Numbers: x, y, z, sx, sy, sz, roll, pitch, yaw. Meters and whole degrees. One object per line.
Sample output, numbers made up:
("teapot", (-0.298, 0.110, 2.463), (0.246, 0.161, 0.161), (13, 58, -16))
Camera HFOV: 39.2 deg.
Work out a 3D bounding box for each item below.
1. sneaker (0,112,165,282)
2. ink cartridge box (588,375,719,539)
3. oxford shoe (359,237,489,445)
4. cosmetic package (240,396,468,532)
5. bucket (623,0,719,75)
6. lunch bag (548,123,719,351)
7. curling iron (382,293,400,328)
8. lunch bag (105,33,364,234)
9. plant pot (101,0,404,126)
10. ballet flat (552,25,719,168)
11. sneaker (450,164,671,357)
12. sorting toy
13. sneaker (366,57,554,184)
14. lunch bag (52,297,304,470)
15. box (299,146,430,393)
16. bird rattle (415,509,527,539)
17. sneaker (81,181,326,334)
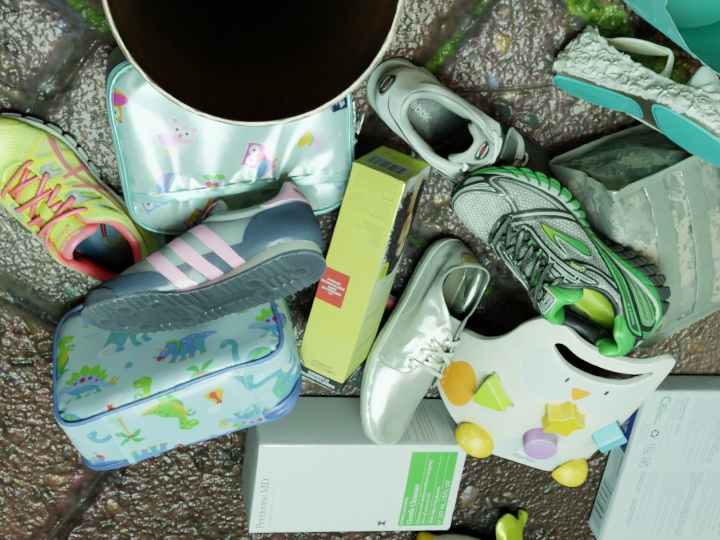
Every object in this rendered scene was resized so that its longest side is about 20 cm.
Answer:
("sneaker", (-0.238, -0.051, 0.809), (0.200, 0.090, 0.078), (36, 106, -23))
("ink cartridge box", (0.364, 0.205, 1.088), (0.200, 0.041, 0.200), (4, 115, -14))
("oxford shoe", (0.058, 0.067, 0.910), (0.075, 0.058, 0.200), (27, 87, -45))
("cosmetic package", (-0.010, 0.187, 0.977), (0.200, 0.085, 0.108), (1, 117, -14))
("bucket", (0.300, -0.262, 0.790), (0.207, 0.135, 0.207), (-5, 117, -10))
("lunch bag", (0.288, -0.048, 0.904), (0.200, 0.118, 0.164), (-24, 120, -17))
("curling iron", (-0.009, 0.023, 0.927), (0.200, 0.026, 0.050), (33, 97, -24))
("lunch bag", (-0.098, -0.112, 0.815), (0.200, 0.077, 0.161), (-8, 117, -8))
("plant pot", (-0.079, -0.219, 0.697), (0.187, 0.200, 0.187), (-4, 116, -9))
("ballet flat", (0.247, -0.147, 0.819), (0.072, 0.200, 0.072), (-37, 145, -31))
("sneaker", (0.155, -0.010, 0.814), (0.200, 0.085, 0.078), (37, 136, 9))
("sorting toy", (0.183, 0.102, 0.908), (0.200, 0.107, 0.180), (18, 144, -10))
("sneaker", (0.095, -0.100, 0.857), (0.200, 0.089, 0.074), (27, 106, -24))
("lunch bag", (-0.153, 0.069, 0.848), (0.200, 0.161, 0.082), (-20, 132, -2))
("box", (0.000, 0.000, 0.857), (0.050, 0.075, 0.200), (24, 116, 13))
("bird rattle", (0.113, 0.344, 1.096), (0.163, 0.113, 0.200), (15, 125, -6))
("sneaker", (-0.124, -0.008, 0.791), (0.200, 0.082, 0.070), (-15, 150, 9))
